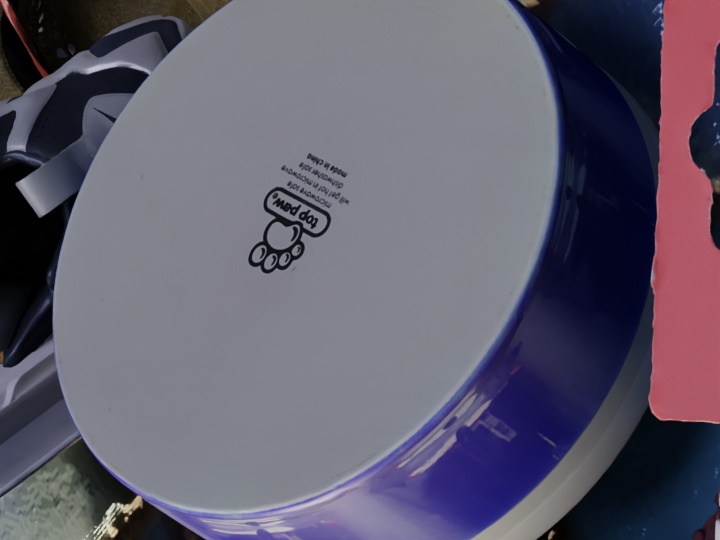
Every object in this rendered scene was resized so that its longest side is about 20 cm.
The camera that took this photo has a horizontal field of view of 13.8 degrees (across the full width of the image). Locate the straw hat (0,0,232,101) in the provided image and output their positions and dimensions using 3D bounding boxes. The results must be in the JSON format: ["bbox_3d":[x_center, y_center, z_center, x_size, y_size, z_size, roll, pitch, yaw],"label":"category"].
[{"bbox_3d":[-0.090,-0.097,1.131,0.201,0.201,0.085,-39,19,46],"label":"straw hat"}]

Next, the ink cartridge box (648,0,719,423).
[{"bbox_3d":[0.165,-0.031,0.766,0.200,0.050,0.161,3,93,23],"label":"ink cartridge box"}]

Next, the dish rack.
[{"bbox_3d":[-0.156,0.065,1.158,0.200,0.172,0.044,-26,98,49],"label":"dish rack"}]

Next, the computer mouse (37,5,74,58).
[{"bbox_3d":[-0.169,-0.026,1.281,0.110,0.044,0.200,29,107,44],"label":"computer mouse"}]

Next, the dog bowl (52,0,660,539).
[{"bbox_3d":[0.000,0.000,0.958,0.200,0.079,0.200,-19,56,29],"label":"dog bowl"}]

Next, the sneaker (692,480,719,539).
[{"bbox_3d":[0.107,0.079,0.890,0.115,0.076,0.200,18,105,55],"label":"sneaker"}]

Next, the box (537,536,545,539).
[{"bbox_3d":[-0.012,0.151,1.046,0.100,0.075,0.200,55,132,37],"label":"box"}]

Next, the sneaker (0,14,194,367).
[{"bbox_3d":[-0.140,-0.008,1.072,0.199,0.130,0.080,-26,100,41],"label":"sneaker"}]
